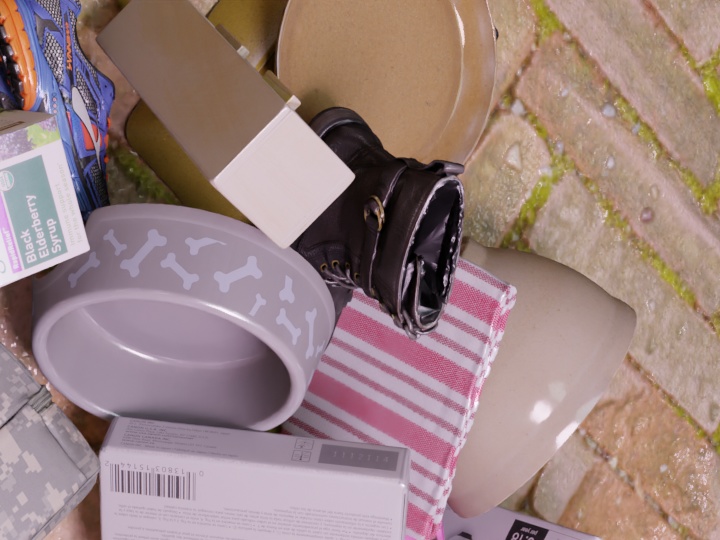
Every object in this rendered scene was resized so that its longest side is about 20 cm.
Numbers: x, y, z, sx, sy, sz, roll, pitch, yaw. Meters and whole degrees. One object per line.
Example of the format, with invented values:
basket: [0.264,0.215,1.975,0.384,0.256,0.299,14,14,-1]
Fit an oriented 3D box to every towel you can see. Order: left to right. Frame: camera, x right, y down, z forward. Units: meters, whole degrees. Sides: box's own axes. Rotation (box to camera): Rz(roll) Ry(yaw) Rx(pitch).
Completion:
towel: [0.022,0.072,1.254,0.030,0.146,0.202,-8,120,-55]

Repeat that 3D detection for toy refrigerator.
toy refrigerator: [-0.085,-0.104,1.099,0.070,0.200,0.076,-44,131,3]

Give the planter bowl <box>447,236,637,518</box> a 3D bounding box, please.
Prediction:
planter bowl: [0.088,0.062,1.320,0.134,0.200,0.201,40,70,-6]

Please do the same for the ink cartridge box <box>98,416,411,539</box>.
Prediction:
ink cartridge box: [-0.071,0.191,1.178,0.045,0.198,0.178,-76,171,-62]

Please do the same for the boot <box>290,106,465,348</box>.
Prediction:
boot: [0.000,0.000,1.155,0.069,0.174,0.202,1,113,-28]

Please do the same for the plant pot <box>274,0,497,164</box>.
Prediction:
plant pot: [0.015,-0.145,1.256,0.198,0.027,0.203,-6,100,-37]

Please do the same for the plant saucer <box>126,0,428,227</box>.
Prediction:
plant saucer: [-0.040,-0.105,1.266,0.200,0.048,0.201,48,67,-33]

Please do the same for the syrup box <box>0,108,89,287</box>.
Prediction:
syrup box: [-0.240,-0.045,1.017,0.081,0.199,0.080,-24,110,-33]

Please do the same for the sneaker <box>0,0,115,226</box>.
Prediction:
sneaker: [-0.184,-0.091,1.138,0.078,0.075,0.202,-30,116,-35]

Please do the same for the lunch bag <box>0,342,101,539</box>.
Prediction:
lunch bag: [-0.276,0.116,1.053,0.200,0.139,0.168,-43,104,-29]

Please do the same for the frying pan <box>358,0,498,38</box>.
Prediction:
frying pan: [0.043,-0.231,1.324,0.189,0.031,0.116,-5,97,-54]

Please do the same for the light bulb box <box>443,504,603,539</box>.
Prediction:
light bulb box: [0.106,0.294,1.346,0.125,0.197,0.201,37,73,-34]

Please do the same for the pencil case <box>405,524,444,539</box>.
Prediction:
pencil case: [-0.030,0.204,1.297,0.199,0.090,0.095,-14,105,-39]

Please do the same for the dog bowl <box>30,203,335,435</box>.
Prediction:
dog bowl: [-0.117,0.040,1.126,0.200,0.199,0.059,39,46,-35]
